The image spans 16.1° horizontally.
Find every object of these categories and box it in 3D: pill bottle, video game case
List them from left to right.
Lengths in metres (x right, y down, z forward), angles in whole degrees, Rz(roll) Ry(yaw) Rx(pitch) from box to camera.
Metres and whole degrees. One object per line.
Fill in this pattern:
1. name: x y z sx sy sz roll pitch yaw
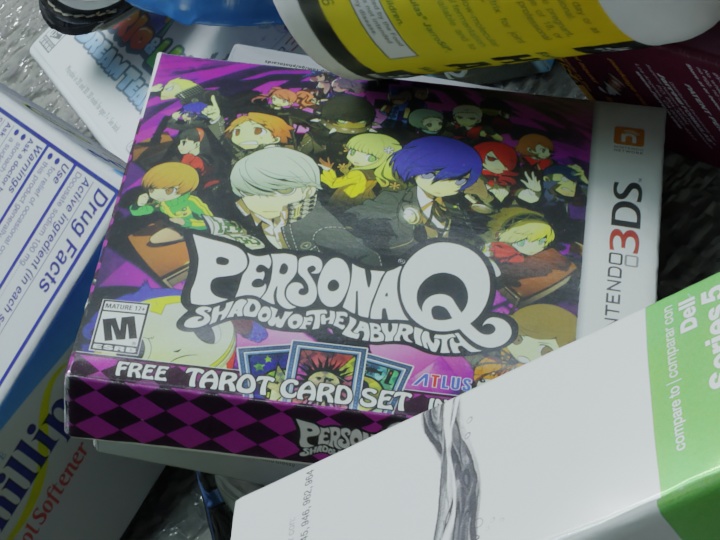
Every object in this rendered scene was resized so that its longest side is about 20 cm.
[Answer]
1. video game case: -0.061 -0.128 1.208 0.182 0.024 0.200 -45 35 2
2. video game case: 0.008 -0.002 0.916 0.199 0.036 0.181 7 42 4
3. pill bottle: 0.071 -0.131 0.903 0.200 0.111 0.111 -4 50 36

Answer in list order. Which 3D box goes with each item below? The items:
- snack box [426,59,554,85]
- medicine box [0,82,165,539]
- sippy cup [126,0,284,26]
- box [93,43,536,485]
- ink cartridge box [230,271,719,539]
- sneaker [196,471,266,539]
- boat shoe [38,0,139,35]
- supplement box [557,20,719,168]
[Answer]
1. snack box: 0.017 -0.130 1.184 0.200 0.037 0.116 -8 49 41
2. medicine box: -0.165 0.021 1.093 0.200 0.103 0.182 33 92 43
3. sippy cup: -0.059 -0.180 1.107 0.139 0.131 0.178 1 26 -11
4. box: 0.000 0.000 0.968 0.156 0.041 0.200 11 45 8
5. ink cartridge box: 0.077 0.102 0.778 0.200 0.146 0.084 -26 38 24
6. sneaker: -0.019 0.087 0.971 0.077 0.076 0.200 -18 36 -10
7. boat shoe: -0.083 -0.190 1.218 0.200 0.074 0.060 -53 -1 -20
8. supplement box: 0.165 -0.096 0.952 0.110 0.086 0.200 -50 35 -10
